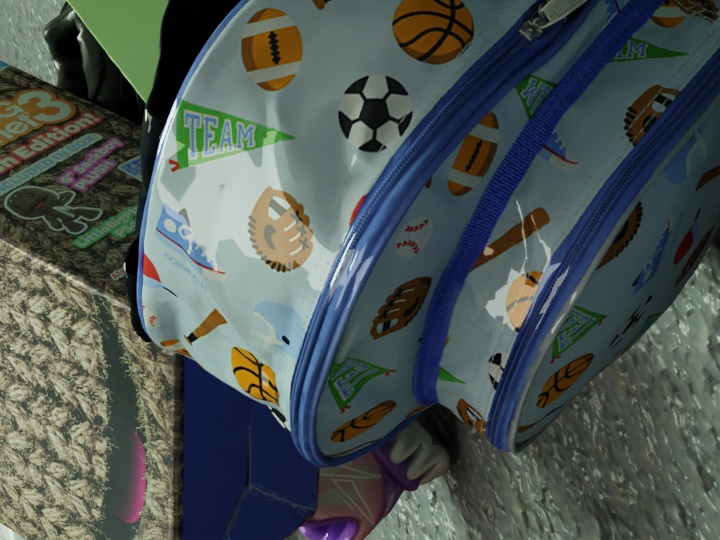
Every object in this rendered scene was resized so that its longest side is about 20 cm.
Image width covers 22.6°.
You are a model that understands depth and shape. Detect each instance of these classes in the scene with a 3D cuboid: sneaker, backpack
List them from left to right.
[{"bbox_3d":[-0.059,-0.095,0.767,0.200,0.111,0.077,13,117,49],"label":"sneaker"},{"bbox_3d":[-0.034,0.077,0.864,0.080,0.089,0.200,31,169,43],"label":"sneaker"},{"bbox_3d":[0.025,-0.032,0.534,0.154,0.190,0.200,39,150,26],"label":"backpack"}]

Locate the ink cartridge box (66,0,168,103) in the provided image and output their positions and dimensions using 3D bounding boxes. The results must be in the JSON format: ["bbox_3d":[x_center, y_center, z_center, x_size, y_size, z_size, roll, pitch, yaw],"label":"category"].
[{"bbox_3d":[-0.072,-0.151,0.665,0.200,0.145,0.048,54,-164,-10],"label":"ink cartridge box"}]

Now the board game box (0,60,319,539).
[{"bbox_3d":[-0.120,0.026,0.760,0.199,0.097,0.160,25,130,28],"label":"board game box"}]

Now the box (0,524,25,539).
[{"bbox_3d":[-0.184,0.154,1.320,0.171,0.199,0.199,52,155,35],"label":"box"}]
